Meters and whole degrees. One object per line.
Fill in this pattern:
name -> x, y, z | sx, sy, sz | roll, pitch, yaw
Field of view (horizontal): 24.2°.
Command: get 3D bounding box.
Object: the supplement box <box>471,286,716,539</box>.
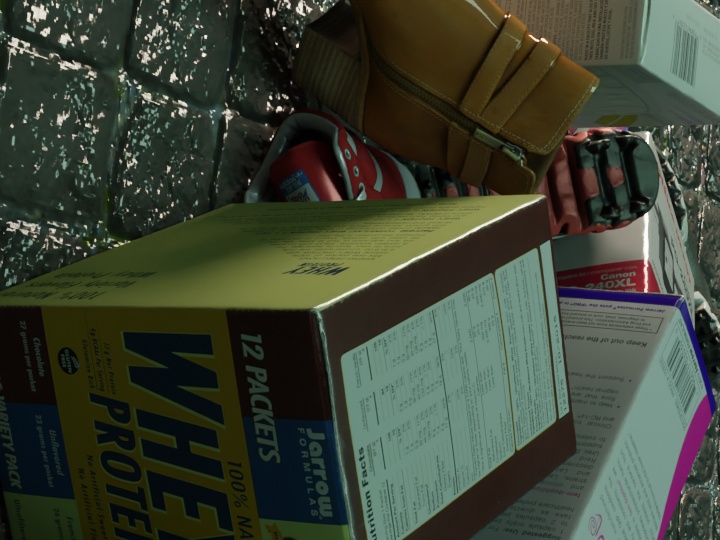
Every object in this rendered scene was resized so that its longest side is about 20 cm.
supplement box -> 0.122, 0.116, 0.974 | 0.200, 0.103, 0.101 | -59, 139, -37

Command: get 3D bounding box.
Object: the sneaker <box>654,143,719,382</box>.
sneaker -> 0.232, -0.009, 1.316 | 0.090, 0.066, 0.201 | -31, 102, -82

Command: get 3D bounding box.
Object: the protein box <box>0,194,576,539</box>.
protein box -> -0.035, 0.054, 0.789 | 0.200, 0.198, 0.136 | -26, 111, -53

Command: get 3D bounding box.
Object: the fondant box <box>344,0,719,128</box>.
fondant box -> 0.107, -0.126, 0.997 | 0.144, 0.199, 0.059 | 16, 79, -55

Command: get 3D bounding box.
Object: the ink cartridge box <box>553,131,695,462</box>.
ink cartridge box -> 0.177, 0.019, 1.160 | 0.200, 0.083, 0.146 | -76, 150, -51

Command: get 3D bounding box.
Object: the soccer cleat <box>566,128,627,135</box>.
soccer cleat -> 0.185, -0.160, 1.226 | 0.068, 0.073, 0.201 | 1, 90, -57

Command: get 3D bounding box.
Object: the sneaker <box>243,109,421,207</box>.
sneaker -> 0.000, 0.000, 0.910 | 0.112, 0.071, 0.201 | 34, 30, -49

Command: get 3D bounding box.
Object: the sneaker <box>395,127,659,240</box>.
sneaker -> 0.087, -0.047, 1.068 | 0.199, 0.098, 0.071 | -8, 89, -25

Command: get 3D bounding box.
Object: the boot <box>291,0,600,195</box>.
boot -> 0.052, -0.129, 0.867 | 0.077, 0.155, 0.201 | -48, 165, -47
